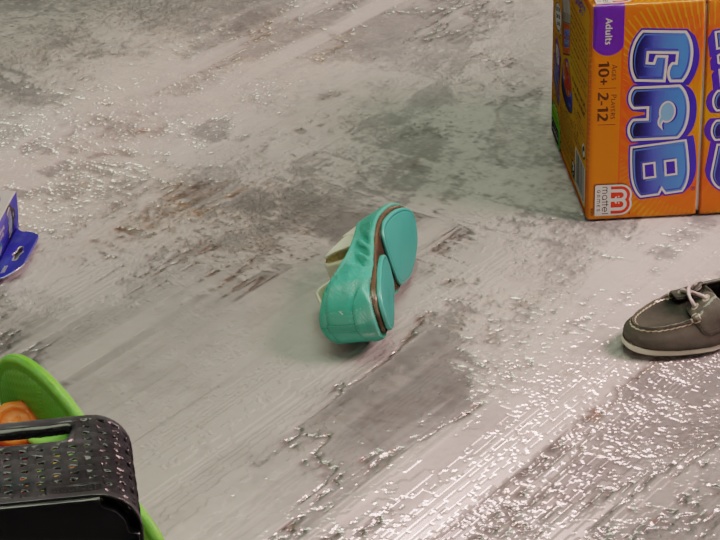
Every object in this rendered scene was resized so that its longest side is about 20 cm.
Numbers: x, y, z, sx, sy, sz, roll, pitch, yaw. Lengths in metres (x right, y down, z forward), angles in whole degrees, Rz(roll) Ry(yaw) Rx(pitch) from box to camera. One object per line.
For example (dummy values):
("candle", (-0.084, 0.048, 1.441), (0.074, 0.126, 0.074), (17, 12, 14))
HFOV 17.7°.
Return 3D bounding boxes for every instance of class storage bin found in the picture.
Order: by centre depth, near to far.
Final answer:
("storage bin", (-0.190, 0.196, 1.324), (0.134, 0.202, 0.094), (-5, 27, -8))

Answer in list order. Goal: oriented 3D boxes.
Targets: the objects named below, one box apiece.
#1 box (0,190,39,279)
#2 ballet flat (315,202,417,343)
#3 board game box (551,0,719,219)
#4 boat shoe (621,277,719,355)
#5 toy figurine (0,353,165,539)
("box", (-0.378, -0.030, 1.966), (0.198, 0.042, 0.119), (-1, 26, 6))
("ballet flat", (0.000, 0.000, 1.869), (0.070, 0.068, 0.200), (-10, 22, 14))
("board game box", (0.284, -0.183, 2.065), (0.198, 0.201, 0.200), (-4, 27, -3))
("boat shoe", (0.299, 0.021, 1.818), (0.198, 0.057, 0.067), (-8, 27, -14))
("toy figurine", (-0.247, 0.181, 1.487), (0.183, 0.151, 0.200), (-33, 63, -26))
